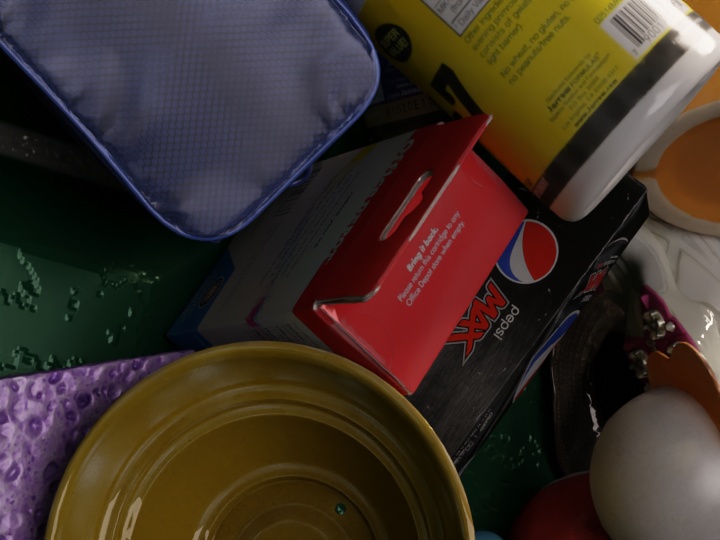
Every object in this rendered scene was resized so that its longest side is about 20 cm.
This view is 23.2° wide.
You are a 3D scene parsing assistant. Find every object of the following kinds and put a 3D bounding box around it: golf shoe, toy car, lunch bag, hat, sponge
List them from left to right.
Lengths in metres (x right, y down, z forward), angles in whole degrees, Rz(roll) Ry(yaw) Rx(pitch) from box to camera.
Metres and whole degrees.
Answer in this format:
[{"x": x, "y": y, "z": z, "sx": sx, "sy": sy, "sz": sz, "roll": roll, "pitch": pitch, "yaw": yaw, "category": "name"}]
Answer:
[{"x": -0.161, "y": 0.105, "z": 0.834, "sx": 0.199, "sy": 0.030, "sz": 0.113, "roll": -7, "pitch": 89, "yaw": -33, "category": "sponge"}, {"x": -0.090, "y": -0.112, "z": 0.839, "sx": 0.136, "sy": 0.132, "sz": 0.200, "roll": -41, "pitch": 109, "yaw": -4, "category": "lunch bag"}, {"x": 0.154, "y": 0.121, "z": 0.919, "sx": 0.183, "sy": 0.177, "sz": 0.202, "roll": -4, "pitch": 115, "yaw": -24, "category": "toy car"}, {"x": 0.173, "y": -0.010, "z": 1.001, "sx": 0.091, "sy": 0.076, "sz": 0.201, "roll": -16, "pitch": 63, "yaw": -19, "category": "golf shoe"}, {"x": 0.209, "y": 0.071, "z": 1.048, "sx": 0.199, "sy": 0.081, "sz": 0.203, "roll": 4, "pitch": 82, "yaw": -33, "category": "hat"}]

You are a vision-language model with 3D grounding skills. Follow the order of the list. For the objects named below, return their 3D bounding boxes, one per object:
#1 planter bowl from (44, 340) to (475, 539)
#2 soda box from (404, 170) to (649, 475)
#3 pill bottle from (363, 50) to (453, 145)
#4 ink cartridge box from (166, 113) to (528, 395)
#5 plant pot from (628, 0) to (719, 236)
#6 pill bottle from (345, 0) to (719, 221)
[{"x": -0.040, "y": 0.138, "z": 0.813, "sx": 0.198, "sy": 0.083, "sz": 0.202, "roll": -2, "pitch": 80, "yaw": 11, "category": "planter bowl"}, {"x": 0.068, "y": 0.025, "z": 0.919, "sx": 0.071, "sy": 0.063, "sz": 0.201, "roll": 36, "pitch": 88, "yaw": 15, "category": "soda box"}, {"x": 0.041, "y": -0.169, "z": 0.943, "sx": 0.111, "sy": 0.112, "sz": 0.202, "roll": -12, "pitch": 92, "yaw": -33, "category": "pill bottle"}, {"x": 0.000, "y": 0.000, "z": 0.847, "sx": 0.067, "sy": 0.199, "sz": 0.117, "roll": 43, "pitch": 65, "yaw": -20, "category": "ink cartridge box"}, {"x": 0.207, "y": -0.128, "z": 0.963, "sx": 0.199, "sy": 0.200, "sz": 0.185, "roll": 23, "pitch": 51, "yaw": -29, "category": "plant pot"}, {"x": 0.064, "y": -0.129, "z": 0.827, "sx": 0.200, "sy": 0.114, "sz": 0.114, "roll": 43, "pitch": 62, "yaw": 7, "category": "pill bottle"}]
